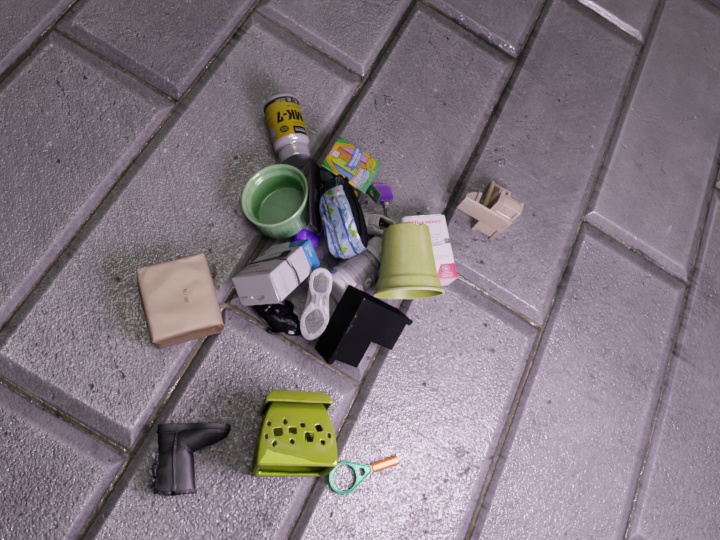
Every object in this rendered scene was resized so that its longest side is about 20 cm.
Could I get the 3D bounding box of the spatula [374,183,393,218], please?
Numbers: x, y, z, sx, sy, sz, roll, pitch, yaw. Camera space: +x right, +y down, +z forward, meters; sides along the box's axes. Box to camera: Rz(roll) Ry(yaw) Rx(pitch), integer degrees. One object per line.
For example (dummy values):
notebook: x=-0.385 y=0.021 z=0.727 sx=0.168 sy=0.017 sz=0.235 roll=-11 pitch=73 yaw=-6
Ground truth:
spatula: x=0.084 y=-0.176 z=1.839 sx=0.055 sy=0.021 sz=0.205 roll=-6 pitch=77 yaw=-17

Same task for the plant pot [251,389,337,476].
plant pot: x=-0.164 y=0.404 z=1.478 sx=0.195 sy=0.200 sz=0.186 roll=6 pitch=63 yaw=-12

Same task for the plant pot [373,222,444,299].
plant pot: x=0.130 y=-0.027 z=1.631 sx=0.195 sy=0.200 sz=0.189 roll=2 pitch=80 yaw=-14

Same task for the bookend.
bookend: x=0.010 y=0.175 z=1.641 sx=0.198 sy=0.092 sz=0.202 roll=25 pitch=97 yaw=-37

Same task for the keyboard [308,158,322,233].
keyboard: x=-0.125 y=-0.203 z=1.679 sx=0.020 sy=0.127 sz=0.205 roll=-5 pitch=75 yaw=15

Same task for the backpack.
backpack: x=-0.046 y=-0.135 z=1.660 sx=0.152 sy=0.163 sz=0.202 roll=-32 pitch=75 yaw=0

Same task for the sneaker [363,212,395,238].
sneaker: x=0.017 y=-0.148 z=1.766 sx=0.195 sy=0.100 sz=0.077 roll=11 pitch=73 yaw=-1

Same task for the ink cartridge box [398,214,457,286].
ink cartridge box: x=0.195 y=-0.056 z=1.793 sx=0.141 sy=0.084 sz=0.205 roll=-5 pitch=73 yaw=-16

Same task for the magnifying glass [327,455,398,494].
magnifying glass: x=0.008 y=0.529 z=1.572 sx=0.195 sy=0.022 sz=0.081 roll=-13 pitch=74 yaw=-17

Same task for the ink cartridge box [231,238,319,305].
ink cartridge box: x=-0.223 y=0.004 z=1.582 sx=0.200 sy=0.142 sz=0.086 roll=-47 pitch=122 yaw=-50

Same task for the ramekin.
ramekin: x=-0.230 y=-0.190 z=1.688 sx=0.195 sy=0.098 sz=0.205 roll=-5 pitch=63 yaw=10

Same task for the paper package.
paper package: x=-0.471 y=0.082 z=1.557 sx=0.186 sy=0.104 sz=0.204 roll=-14 pitch=75 yaw=-19

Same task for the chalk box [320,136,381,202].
chalk box: x=-0.021 y=-0.280 z=1.795 sx=0.197 sy=0.125 sz=0.126 roll=31 pitch=66 yaw=-3

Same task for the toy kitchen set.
toy kitchen set: x=0.405 y=-0.237 z=1.849 sx=0.160 sy=0.200 sz=0.183 roll=27 pitch=66 yaw=-4

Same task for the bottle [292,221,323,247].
bottle: x=-0.151 y=-0.109 z=1.730 sx=0.082 sy=0.065 sz=0.204 roll=22 pitch=67 yaw=-5

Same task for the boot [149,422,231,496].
boot: x=-0.416 y=0.459 z=1.454 sx=0.193 sy=0.074 sz=0.167 roll=-1 pitch=69 yaw=-7

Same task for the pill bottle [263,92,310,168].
pill bottle: x=-0.218 y=-0.418 z=1.797 sx=0.112 sy=0.114 sz=0.205 roll=-12 pitch=74 yaw=-18

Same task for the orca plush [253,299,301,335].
orca plush: x=-0.232 y=0.101 z=1.630 sx=0.105 sy=0.071 sz=0.201 roll=-37 pitch=83 yaw=-23

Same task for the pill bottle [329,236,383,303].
pill bottle: x=0.000 y=0.000 z=1.705 sx=0.199 sy=0.114 sz=0.114 roll=-41 pitch=84 yaw=-23

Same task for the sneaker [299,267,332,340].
sneaker: x=-0.117 y=0.088 z=1.634 sx=0.076 sy=0.099 sz=0.205 roll=14 pitch=98 yaw=-5
